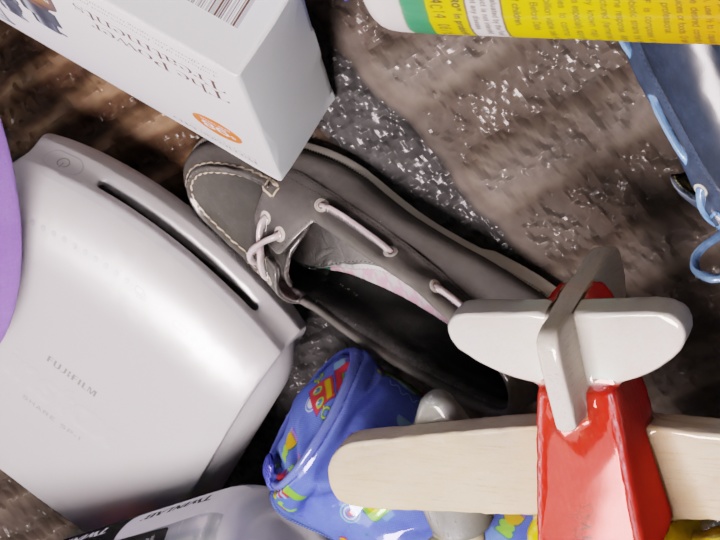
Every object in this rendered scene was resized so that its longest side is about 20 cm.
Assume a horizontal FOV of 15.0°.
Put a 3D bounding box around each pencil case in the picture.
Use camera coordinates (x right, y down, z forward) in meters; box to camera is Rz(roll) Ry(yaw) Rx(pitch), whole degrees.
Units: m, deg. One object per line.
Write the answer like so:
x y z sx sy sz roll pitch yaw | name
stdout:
0.047 0.121 1.225 0.200 0.087 0.078 38 -178 -9 | pencil case

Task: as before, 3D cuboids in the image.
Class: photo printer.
-0.120 0.035 1.300 0.166 0.069 0.200 37 139 4 | photo printer

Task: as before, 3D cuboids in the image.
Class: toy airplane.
0.106 0.087 1.108 0.200 0.141 0.199 45 116 14 | toy airplane

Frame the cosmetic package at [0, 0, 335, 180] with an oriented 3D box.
-0.112 -0.123 1.128 0.200 0.052 0.151 30 173 12 | cosmetic package

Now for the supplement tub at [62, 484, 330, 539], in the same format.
-0.111 0.181 1.291 0.200 0.123 0.123 -19 113 29 | supplement tub

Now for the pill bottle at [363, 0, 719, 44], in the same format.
0.104 -0.134 0.938 0.200 0.113 0.113 3 128 12 | pill bottle

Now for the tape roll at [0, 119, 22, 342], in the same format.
-0.236 -0.043 1.266 0.200 0.066 0.200 29 128 46 | tape roll

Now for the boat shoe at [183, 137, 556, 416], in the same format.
0.000 0.000 1.196 0.200 0.057 0.067 27 138 15 | boat shoe

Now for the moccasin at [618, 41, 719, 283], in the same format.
0.154 -0.048 1.045 0.068 0.080 0.200 -16 99 49 | moccasin
